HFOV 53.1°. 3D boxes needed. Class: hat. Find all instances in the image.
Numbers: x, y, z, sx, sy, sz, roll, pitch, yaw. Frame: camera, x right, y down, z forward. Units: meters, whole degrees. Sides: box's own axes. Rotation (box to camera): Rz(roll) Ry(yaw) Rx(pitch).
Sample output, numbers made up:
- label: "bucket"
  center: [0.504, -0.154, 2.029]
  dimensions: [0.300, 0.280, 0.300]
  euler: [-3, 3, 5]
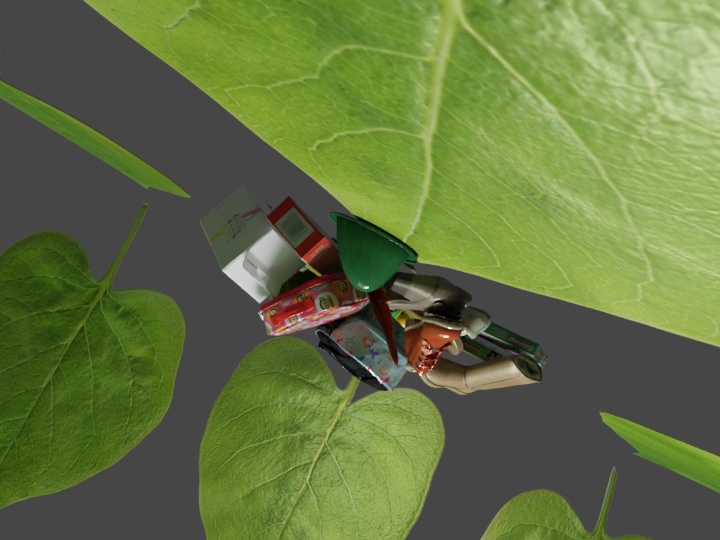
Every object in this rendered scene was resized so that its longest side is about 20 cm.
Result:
- label: "hat"
  center: [-0.009, 0.022, 1.202]
  dimensions: [0.200, 0.177, 0.166]
  euler: [24, 173, 37]

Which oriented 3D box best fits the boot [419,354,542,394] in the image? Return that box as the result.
- label: "boot"
  center: [0.248, 0.206, 1.510]
  dimensions: [0.175, 0.066, 0.200]
  euler: [21, 152, -37]

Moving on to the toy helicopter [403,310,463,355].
- label: "toy helicopter"
  center: [0.145, 0.113, 1.564]
  dimensions: [0.200, 0.079, 0.132]
  euler: [39, 161, 31]

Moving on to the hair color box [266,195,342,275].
- label: "hair color box"
  center: [-0.095, -0.056, 1.377]
  dimensions: [0.111, 0.064, 0.200]
  euler: [48, 180, 17]

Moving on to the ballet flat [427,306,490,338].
- label: "ballet flat"
  center: [0.171, 0.088, 1.420]
  dimensions: [0.069, 0.070, 0.200]
  euler: [32, 174, -32]

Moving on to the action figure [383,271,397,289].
- label: "action figure"
  center: [0.020, -0.013, 1.424]
  dimensions: [0.118, 0.055, 0.200]
  euler: [27, 171, 46]

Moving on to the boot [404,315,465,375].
- label: "boot"
  center: [0.133, 0.138, 1.323]
  dimensions: [0.075, 0.108, 0.200]
  euler: [12, 166, -13]

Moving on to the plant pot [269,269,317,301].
- label: "plant pot"
  center: [-0.090, 0.026, 1.763]
  dimensions: [0.190, 0.201, 0.200]
  euler: [16, -175, -44]

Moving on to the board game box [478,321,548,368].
- label: "board game box"
  center: [0.299, 0.142, 1.551]
  dimensions: [0.199, 0.029, 0.135]
  euler: [26, 173, 29]

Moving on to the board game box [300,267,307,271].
- label: "board game box"
  center: [-0.205, -0.071, 1.618]
  dimensions: [0.199, 0.105, 0.023]
  euler: [20, 139, -37]

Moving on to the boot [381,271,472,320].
- label: "boot"
  center: [0.121, 0.056, 1.339]
  dimensions: [0.146, 0.071, 0.200]
  euler: [20, 166, -2]

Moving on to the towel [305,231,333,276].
- label: "towel"
  center: [-0.069, -0.024, 1.594]
  dimensions: [0.018, 0.086, 0.200]
  euler: [44, -175, 38]

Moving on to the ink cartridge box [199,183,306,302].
- label: "ink cartridge box"
  center: [-0.209, -0.048, 1.426]
  dimensions: [0.129, 0.125, 0.200]
  euler: [47, -174, -46]

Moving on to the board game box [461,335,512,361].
- label: "board game box"
  center: [0.291, 0.180, 1.670]
  dimensions: [0.134, 0.029, 0.200]
  euler: [27, -174, 27]

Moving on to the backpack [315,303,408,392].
- label: "backpack"
  center: [0.019, 0.153, 1.470]
  dimensions: [0.178, 0.151, 0.200]
  euler: [45, 175, -22]

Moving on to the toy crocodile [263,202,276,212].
- label: "toy crocodile"
  center: [-0.182, -0.103, 1.586]
  dimensions: [0.200, 0.062, 0.068]
  euler: [30, -144, -25]

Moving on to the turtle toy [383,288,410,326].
- label: "turtle toy"
  center: [0.041, 0.086, 1.658]
  dimensions: [0.145, 0.101, 0.200]
  euler: [-5, -149, 12]

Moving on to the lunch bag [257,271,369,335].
- label: "lunch bag"
  center: [-0.093, 0.066, 1.374]
  dimensions: [0.200, 0.082, 0.176]
  euler: [-25, 173, 37]

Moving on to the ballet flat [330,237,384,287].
- label: "ballet flat"
  center: [0.000, 0.000, 1.555]
  dimensions: [0.200, 0.070, 0.069]
  euler: [30, 174, -18]
